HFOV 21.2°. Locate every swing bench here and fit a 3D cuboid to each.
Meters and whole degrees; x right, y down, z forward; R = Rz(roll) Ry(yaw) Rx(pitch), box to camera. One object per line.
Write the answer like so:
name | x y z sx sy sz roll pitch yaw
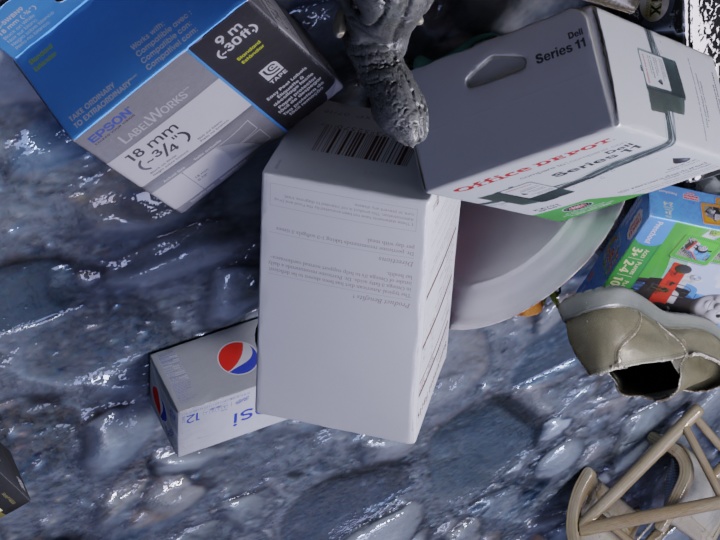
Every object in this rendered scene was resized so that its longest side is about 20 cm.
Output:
swing bench | 0.335 0.271 2.112 0.200 0.130 0.199 -30 150 11

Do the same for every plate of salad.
plate of salad | 0.122 -0.031 1.437 0.200 0.200 0.048 -38 121 13

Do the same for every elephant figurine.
elephant figurine | 0.008 -0.202 1.086 0.141 0.200 0.155 -36 148 10

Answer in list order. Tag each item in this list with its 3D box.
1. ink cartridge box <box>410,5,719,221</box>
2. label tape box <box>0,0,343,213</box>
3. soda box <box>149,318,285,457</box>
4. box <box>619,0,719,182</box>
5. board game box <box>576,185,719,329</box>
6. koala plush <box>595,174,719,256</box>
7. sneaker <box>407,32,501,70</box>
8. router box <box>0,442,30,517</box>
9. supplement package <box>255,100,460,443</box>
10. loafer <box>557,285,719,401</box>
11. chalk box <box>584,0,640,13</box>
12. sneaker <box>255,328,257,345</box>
ink cartridge box | 0.139 -0.098 1.261 0.147 0.083 0.200 -18 166 30
label tape box | -0.122 -0.131 1.211 0.144 0.063 0.200 -37 149 10
soda box | -0.069 0.079 1.556 0.200 0.063 0.068 -19 146 -19
box | 0.295 -0.174 1.410 0.200 0.086 0.164 -16 118 -22
board game box | 0.281 0.007 1.439 0.200 0.037 0.151 10 145 -10
koala plush | 0.295 -0.048 1.518 0.177 0.184 0.200 -18 165 -23
sneaker | 0.111 -0.134 1.395 0.200 0.078 0.091 -19 143 -21
router box | -0.359 0.157 1.437 0.157 0.052 0.200 -30 149 -1
supplement package | 0.000 0.000 1.324 0.117 0.117 0.200 11 124 10
loafer | 0.211 0.067 1.418 0.075 0.070 0.200 -20 154 35
chalk box | 0.130 -0.275 1.138 0.124 0.124 0.200 6 117 -42
sneaker | -0.041 -0.013 1.445 0.095 0.079 0.200 18 127 -24
